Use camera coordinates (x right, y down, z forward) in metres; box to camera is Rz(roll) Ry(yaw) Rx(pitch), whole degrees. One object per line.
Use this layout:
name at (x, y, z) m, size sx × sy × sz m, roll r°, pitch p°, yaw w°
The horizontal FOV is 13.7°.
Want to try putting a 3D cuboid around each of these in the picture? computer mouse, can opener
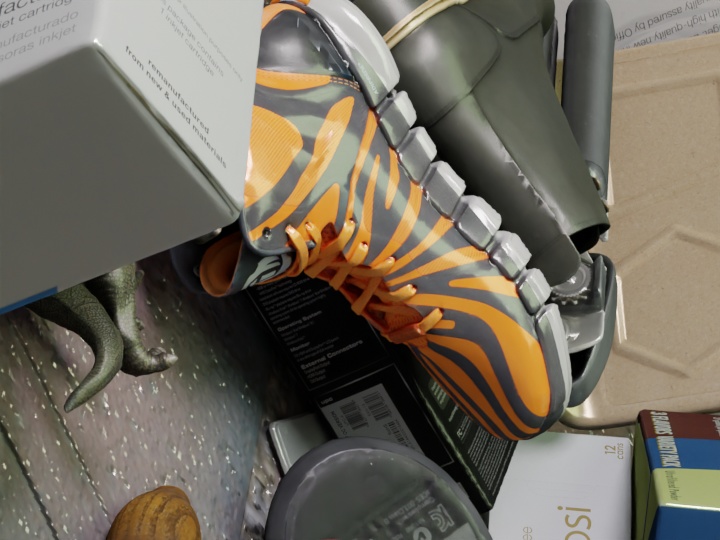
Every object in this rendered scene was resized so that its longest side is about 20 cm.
computer mouse at (0.024, 0.158, 1.141) m, size 0.200 × 0.138 × 0.053 m, roll 61°, pitch -22°, yaw 1°
can opener at (0.087, -0.031, 1.323) m, size 0.067 × 0.053 × 0.200 m, roll 72°, pitch 19°, yaw -48°

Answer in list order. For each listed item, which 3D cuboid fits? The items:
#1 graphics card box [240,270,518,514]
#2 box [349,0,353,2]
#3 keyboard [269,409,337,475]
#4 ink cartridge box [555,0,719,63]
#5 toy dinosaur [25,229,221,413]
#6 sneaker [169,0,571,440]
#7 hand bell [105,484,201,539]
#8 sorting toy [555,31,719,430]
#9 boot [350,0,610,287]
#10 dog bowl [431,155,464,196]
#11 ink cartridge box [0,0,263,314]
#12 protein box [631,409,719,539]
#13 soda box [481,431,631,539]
graphics card box at (0.000, 0.000, 1.249) m, size 0.200 × 0.051 × 0.125 m, roll 57°, pitch 24°, yaw -16°
box at (-0.048, -0.222, 1.240) m, size 0.164 × 0.086 × 0.200 m, roll 31°, pitch 28°, yaw -56°
keyboard at (0.011, 0.079, 1.273) m, size 0.056 × 0.011 × 0.200 m, roll 66°, pitch 22°, yaw 5°
ink cartridge box at (0.146, -0.129, 1.426) m, size 0.200 × 0.146 × 0.085 m, roll 63°, pitch 21°, yaw -14°
toy dinosaur at (-0.104, -0.018, 1.037) m, size 0.102 × 0.077 × 0.200 m, roll 44°, pitch 37°, yaw -22°
sneaker at (-0.008, -0.001, 1.136) m, size 0.112 × 0.078 × 0.200 m, roll -39°, pitch 96°, yaw -39°
hand bell at (-0.078, 0.112, 0.977) m, size 0.200 × 0.104 × 0.104 m, roll -78°, pitch 143°, yaw -74°
sorting toy at (0.178, -0.024, 1.345) m, size 0.036 × 0.200 × 0.185 m, roll 63°, pitch 22°, yaw -63°
boot at (0.064, -0.061, 1.246) m, size 0.138 × 0.077 × 0.200 m, roll 51°, pitch 26°, yaw 5°
dog bowl at (0.049, -0.053, 1.406) m, size 0.200 × 0.059 × 0.200 m, roll 48°, pitch 30°, yaw -42°
ink cartridge box at (-0.111, -0.086, 0.958) m, size 0.084 × 0.145 × 0.200 m, roll 51°, pitch 29°, yaw -36°
protein box at (0.211, 0.178, 1.265) m, size 0.135 × 0.200 × 0.199 m, roll -84°, pitch 178°, yaw -76°
soda box at (0.080, 0.161, 1.254) m, size 0.200 × 0.064 × 0.068 m, roll -85°, pitch 180°, yaw -47°
